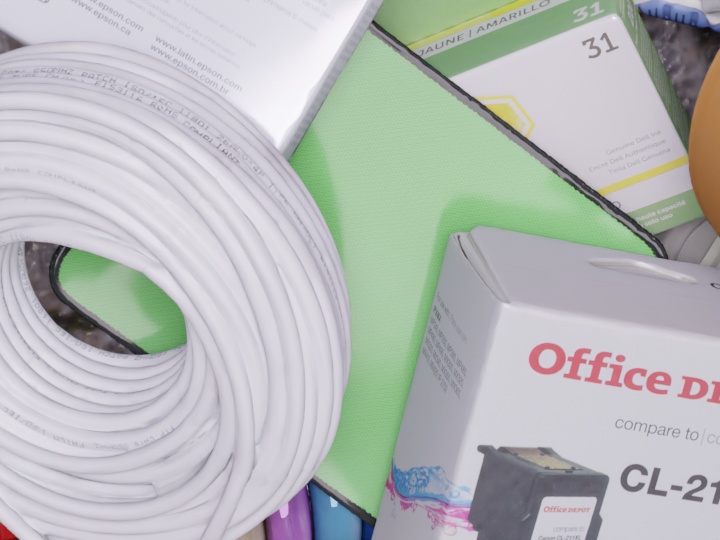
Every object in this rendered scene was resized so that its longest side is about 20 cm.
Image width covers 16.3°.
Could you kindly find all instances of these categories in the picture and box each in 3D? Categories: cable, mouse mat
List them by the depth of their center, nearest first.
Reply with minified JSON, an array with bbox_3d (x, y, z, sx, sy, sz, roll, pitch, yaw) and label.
[{"bbox_3d":[-0.096,0.014,0.918,0.200,0.069,0.200,40,127,-5],"label":"cable"},{"bbox_3d":[0.000,0.000,0.970,0.200,0.008,0.161,37,100,-11],"label":"mouse mat"}]

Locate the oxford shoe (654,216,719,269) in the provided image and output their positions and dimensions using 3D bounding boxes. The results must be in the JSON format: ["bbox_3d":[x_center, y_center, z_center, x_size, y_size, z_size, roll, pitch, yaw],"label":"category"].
[{"bbox_3d":[0.169,-0.039,1.026,0.075,0.058,0.200,6,128,-41],"label":"oxford shoe"}]

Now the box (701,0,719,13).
[{"bbox_3d":[0.228,-0.213,0.956,0.199,0.131,0.200,-12,93,-23],"label":"box"}]

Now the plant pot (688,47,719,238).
[{"bbox_3d":[0.232,-0.027,0.863,0.199,0.140,0.201,-15,138,-13],"label":"plant pot"}]

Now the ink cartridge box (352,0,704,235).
[{"bbox_3d":[0.035,-0.084,0.976,0.145,0.048,0.200,-20,124,16],"label":"ink cartridge box"}]

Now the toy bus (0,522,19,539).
[{"bbox_3d":[-0.106,0.182,1.012,0.199,0.136,0.193,-10,90,-2],"label":"toy bus"}]

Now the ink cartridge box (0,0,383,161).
[{"bbox_3d":[-0.067,-0.165,0.920,0.199,0.041,0.201,32,96,2],"label":"ink cartridge box"}]

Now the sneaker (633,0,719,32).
[{"bbox_3d":[0.117,-0.148,1.012,0.199,0.075,0.089,11,99,-14],"label":"sneaker"}]

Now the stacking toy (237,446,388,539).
[{"bbox_3d":[0.025,0.077,1.045,0.199,0.085,0.086,-12,104,-15],"label":"stacking toy"}]

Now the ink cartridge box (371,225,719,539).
[{"bbox_3d":[0.086,0.099,0.955,0.145,0.083,0.201,9,107,-14],"label":"ink cartridge box"}]
